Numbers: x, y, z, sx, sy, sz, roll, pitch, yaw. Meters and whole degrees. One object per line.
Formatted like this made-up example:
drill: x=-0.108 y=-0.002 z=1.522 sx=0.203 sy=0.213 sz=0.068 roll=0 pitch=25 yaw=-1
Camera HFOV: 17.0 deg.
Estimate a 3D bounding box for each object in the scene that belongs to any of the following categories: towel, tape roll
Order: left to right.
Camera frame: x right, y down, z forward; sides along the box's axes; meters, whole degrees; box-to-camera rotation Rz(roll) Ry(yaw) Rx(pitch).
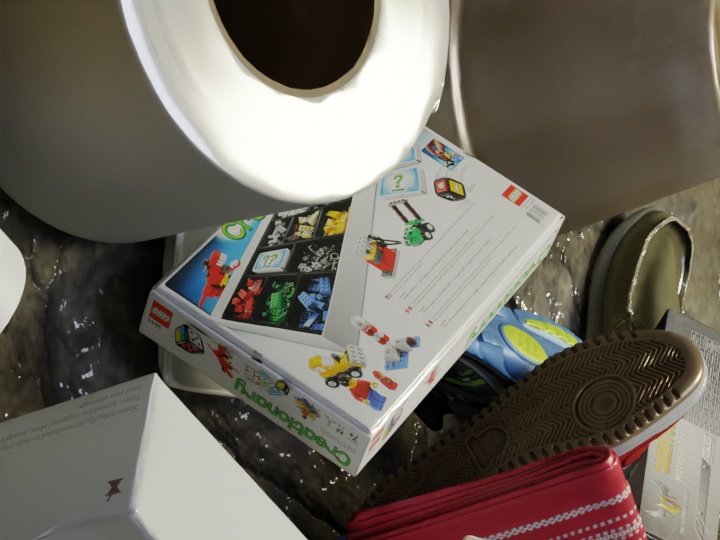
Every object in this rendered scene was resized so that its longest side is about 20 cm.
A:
tape roll: x=-0.076 y=-0.120 z=1.089 sx=0.202 sy=0.139 sz=0.204 roll=9 pitch=76 yaw=-42
towel: x=0.085 y=0.178 z=1.226 sx=0.023 sy=0.144 sz=0.201 roll=-98 pitch=169 yaw=-53

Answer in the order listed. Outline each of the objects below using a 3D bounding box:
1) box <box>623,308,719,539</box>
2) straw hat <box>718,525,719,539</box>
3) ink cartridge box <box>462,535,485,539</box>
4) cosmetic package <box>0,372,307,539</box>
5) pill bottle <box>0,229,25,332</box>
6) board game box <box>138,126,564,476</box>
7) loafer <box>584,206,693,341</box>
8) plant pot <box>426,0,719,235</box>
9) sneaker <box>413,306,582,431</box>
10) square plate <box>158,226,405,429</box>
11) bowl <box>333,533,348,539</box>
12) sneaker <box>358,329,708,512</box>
box: x=0.145 y=0.141 z=1.339 sx=0.048 sy=0.159 sz=0.200 roll=25 pitch=36 yaw=-5
straw hat: x=0.170 y=0.244 z=1.389 sx=0.085 sy=0.201 sz=0.202 roll=-8 pitch=93 yaw=-41
ink cartridge box: x=0.005 y=0.240 z=1.113 sx=0.050 sy=0.162 sz=0.200 roll=32 pitch=49 yaw=3
cosmetic package: x=-0.088 y=0.146 z=1.082 sx=0.200 sy=0.112 sz=0.081 roll=55 pitch=30 yaw=-37
pill bottle: x=-0.218 y=-0.044 z=0.936 sx=0.200 sy=0.109 sz=0.110 roll=51 pitch=48 yaw=-37
board game box: x=0.000 y=0.000 z=1.177 sx=0.200 sy=0.126 sz=0.035 roll=-45 pitch=164 yaw=-43
loafer: x=0.180 y=0.049 z=1.502 sx=0.075 sy=0.069 sz=0.201 roll=46 pitch=51 yaw=-41
plant pot: x=0.132 y=-0.112 z=1.346 sx=0.200 sy=0.173 sz=0.201 roll=21 pitch=66 yaw=-62
sneaker: x=0.041 y=0.043 z=1.263 sx=0.199 sy=0.083 sz=0.071 roll=31 pitch=32 yaw=-33
square plate: x=-0.038 y=-0.026 z=1.249 sx=0.200 sy=0.028 sz=0.199 roll=15 pitch=73 yaw=-52
bowl: x=0.016 y=0.234 z=1.284 sx=0.200 sy=0.039 sz=0.202 roll=9 pitch=79 yaw=-53
sneaker: x=0.105 y=0.115 z=1.251 sx=0.113 sy=0.199 sz=0.071 roll=51 pitch=12 yaw=-42
